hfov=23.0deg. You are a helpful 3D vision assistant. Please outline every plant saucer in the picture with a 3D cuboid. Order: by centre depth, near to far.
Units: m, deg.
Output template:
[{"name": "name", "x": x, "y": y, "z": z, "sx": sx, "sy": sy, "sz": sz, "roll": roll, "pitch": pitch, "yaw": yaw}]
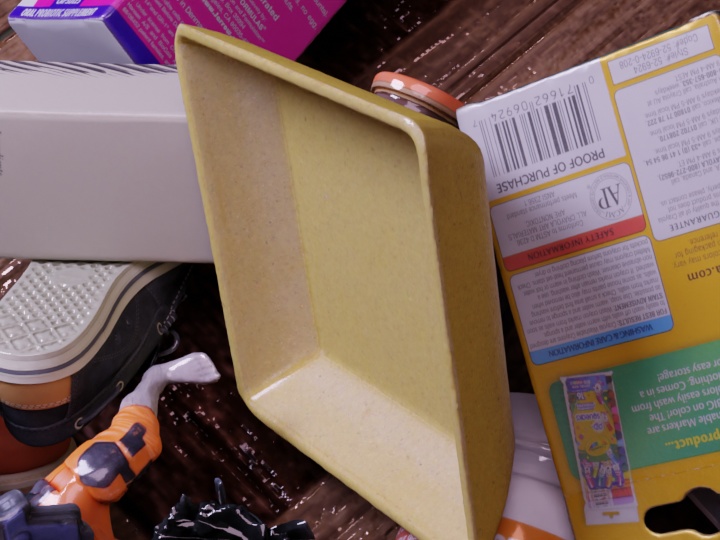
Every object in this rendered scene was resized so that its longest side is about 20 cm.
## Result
[{"name": "plant saucer", "x": 0.000, "y": 0.000, "z": 0.755, "sx": 0.048, "sy": 0.200, "sz": 0.200, "roll": -23, "pitch": 29, "yaw": -26}]

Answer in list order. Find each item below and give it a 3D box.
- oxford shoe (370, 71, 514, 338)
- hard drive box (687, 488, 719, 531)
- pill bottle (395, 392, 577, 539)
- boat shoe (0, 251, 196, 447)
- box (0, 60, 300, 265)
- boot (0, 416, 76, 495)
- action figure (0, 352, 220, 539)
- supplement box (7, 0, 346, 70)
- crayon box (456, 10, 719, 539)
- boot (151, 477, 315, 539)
[{"name": "oxford shoe", "x": 0.037, "y": -0.013, "z": 0.816, "sx": 0.071, "sy": 0.200, "sz": 0.073, "roll": 21, "pitch": 66, "yaw": 29}, {"name": "hard drive box", "x": 0.200, "y": 0.051, "z": 0.795, "sx": 0.156, "sy": 0.077, "sz": 0.200, "roll": -12, "pitch": 52, "yaw": -45}, {"name": "pill bottle", "x": 0.058, "y": 0.159, "z": 0.767, "sx": 0.112, "sy": 0.112, "sz": 0.200, "roll": 16, "pitch": 64, "yaw": 13}, {"name": "boat shoe", "x": -0.126, "y": 0.017, "z": 0.868, "sx": 0.075, "sy": 0.062, "sz": 0.200, "roll": 7, "pitch": 30, "yaw": 15}, {"name": "box", "x": -0.126, "y": -0.053, "z": 0.852, "sx": 0.200, "sy": 0.082, "sz": 0.068, "roll": 2, "pitch": 27, "yaw": -1}, {"name": "boot", "x": -0.219, "y": 0.038, "z": 0.835, "sx": 0.200, "sy": 0.107, "sz": 0.075, "roll": 22, "pitch": 26, "yaw": -14}, {"name": "action figure", "x": -0.139, "y": 0.146, "z": 0.780, "sx": 0.105, "sy": 0.200, "sz": 0.193, "roll": 27, "pitch": 36, "yaw": 33}, {"name": "supplement box", "x": -0.073, "y": -0.166, "z": 0.948, "sx": 0.101, "sy": 0.103, "sz": 0.200, "roll": 9, "pitch": 53, "yaw": 50}, {"name": "crayon box", "x": 0.125, "y": 0.011, "z": 0.710, "sx": 0.126, "sy": 0.052, "sz": 0.200, "roll": -18, "pitch": 85, "yaw": 37}, {"name": "boot", "x": -0.068, "y": 0.199, "z": 0.728, "sx": 0.073, "sy": 0.163, "sz": 0.198, "roll": 14, "pitch": 64, "yaw": 10}]
